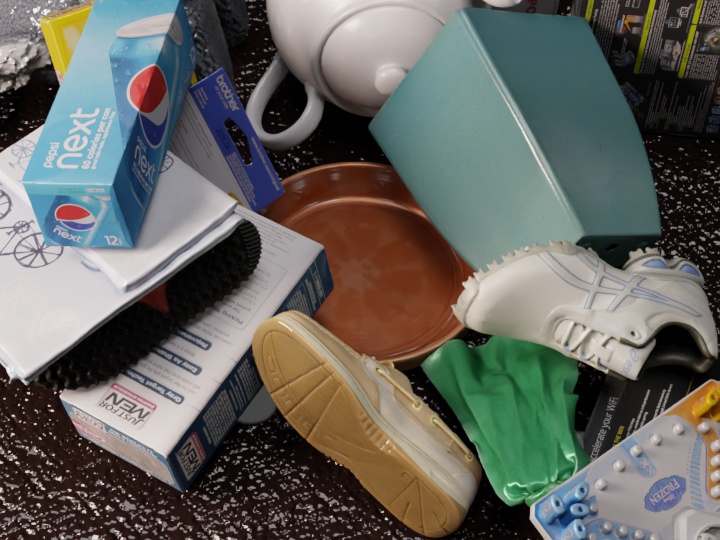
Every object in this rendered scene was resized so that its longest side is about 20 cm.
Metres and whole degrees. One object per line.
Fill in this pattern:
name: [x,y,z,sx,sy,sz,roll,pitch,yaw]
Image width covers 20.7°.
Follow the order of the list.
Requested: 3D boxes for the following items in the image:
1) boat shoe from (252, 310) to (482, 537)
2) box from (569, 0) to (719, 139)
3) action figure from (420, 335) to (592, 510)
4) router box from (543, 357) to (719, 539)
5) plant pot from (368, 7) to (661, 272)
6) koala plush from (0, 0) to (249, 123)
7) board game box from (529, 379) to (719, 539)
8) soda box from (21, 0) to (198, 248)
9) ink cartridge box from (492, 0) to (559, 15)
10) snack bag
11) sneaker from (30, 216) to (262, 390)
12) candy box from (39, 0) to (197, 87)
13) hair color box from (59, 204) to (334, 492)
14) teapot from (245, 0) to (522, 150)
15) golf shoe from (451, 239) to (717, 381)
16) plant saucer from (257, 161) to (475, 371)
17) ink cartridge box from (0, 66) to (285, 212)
boat shoe: [0.007,0.100,1.410,0.200,0.074,0.069,47,43,-4]
box: [0.249,-0.193,1.597,0.160,0.200,0.044,6,51,1]
action figure: [0.119,0.115,1.399,0.118,0.055,0.200,-20,34,4]
router box: [0.229,0.149,1.420,0.149,0.051,0.200,18,53,12]
plant pot: [0.131,-0.076,1.517,0.141,0.141,0.200,-1,54,-39]
koala plush: [-0.213,-0.212,1.609,0.200,0.184,0.178,-11,39,13]
board game box: [0.243,0.189,1.324,0.200,0.026,0.200,-29,76,-34]
soda box: [-0.173,-0.109,1.393,0.068,0.064,0.200,1,48,13]
ink cartridge box: [0.070,-0.276,1.683,0.200,0.148,0.086,-2,53,-7]
snack bag: [-0.212,-0.028,1.386,0.200,0.021,0.189,-38,52,-19]
sneaker: [-0.172,0.007,1.409,0.200,0.070,0.093,-33,44,-12]
candy box: [-0.169,-0.114,1.520,0.102,0.200,0.026,-22,21,-18]
hair color box: [-0.116,0.051,1.439,0.100,0.061,0.200,26,64,24]
teapot: [0.014,-0.192,1.586,0.197,0.200,0.146,3,47,-9]
golf shoe: [0.168,0.035,1.412,0.200,0.078,0.097,-1,45,-20]
plant saucer: [0.000,0.000,1.533,0.200,0.032,0.201,2,51,-2]
ink cartridge box: [-0.166,-0.057,1.496,0.200,0.119,0.042,-33,22,-15]
